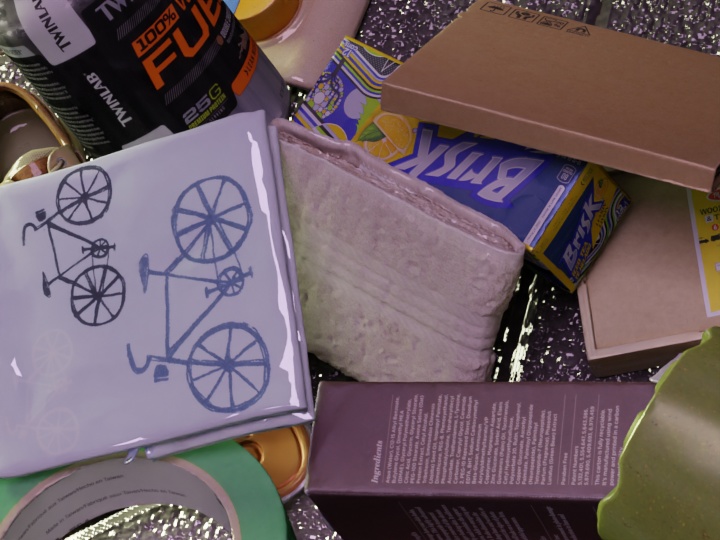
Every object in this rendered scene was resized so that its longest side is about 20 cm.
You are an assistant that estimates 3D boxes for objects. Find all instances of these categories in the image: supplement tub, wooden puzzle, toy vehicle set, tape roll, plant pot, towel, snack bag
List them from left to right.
[{"bbox_3d":[-0.132,0.173,1.462,0.200,0.048,0.201,-7,50,9],"label":"tape roll"},{"bbox_3d":[-0.142,-0.140,1.584,0.122,0.200,0.123,-29,30,19],"label":"supplement tub"},{"bbox_3d":[-0.130,0.020,1.503,0.199,0.021,0.189,-15,68,13],"label":"snack bag"},{"bbox_3d":[-0.082,-0.216,1.705,0.199,0.046,0.186,13,69,23],"label":"wooden puzzle"},{"bbox_3d":[0.000,0.000,1.534,0.200,0.133,0.034,29,35,25],"label":"towel"},{"bbox_3d":[0.221,-0.017,1.519,0.199,0.027,0.125,-11,62,13],"label":"toy vehicle set"},{"bbox_3d":[0.225,0.123,1.296,0.190,0.200,0.200,30,77,19],"label":"plant pot"}]

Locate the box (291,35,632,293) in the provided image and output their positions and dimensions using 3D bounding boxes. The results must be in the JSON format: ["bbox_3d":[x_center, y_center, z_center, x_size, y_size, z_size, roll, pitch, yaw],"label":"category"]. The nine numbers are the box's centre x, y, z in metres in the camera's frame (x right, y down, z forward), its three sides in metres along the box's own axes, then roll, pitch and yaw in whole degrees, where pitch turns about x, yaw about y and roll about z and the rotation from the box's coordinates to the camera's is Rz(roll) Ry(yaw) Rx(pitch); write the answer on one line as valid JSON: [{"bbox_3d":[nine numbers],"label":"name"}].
[{"bbox_3d":[0.057,-0.064,1.555,0.200,0.064,0.070,29,83,36],"label":"box"}]

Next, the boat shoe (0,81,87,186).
[{"bbox_3d":[-0.192,-0.041,1.621,0.076,0.074,0.200,-32,49,-3],"label":"boat shoe"}]

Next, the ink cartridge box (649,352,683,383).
[{"bbox_3d":[0.263,0.038,1.407,0.199,0.116,0.068,9,98,15],"label":"ink cartridge box"}]

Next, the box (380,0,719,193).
[{"bbox_3d":[0.131,-0.103,1.524,0.199,0.021,0.163,16,28,18],"label":"box"}]

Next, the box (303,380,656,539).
[{"bbox_3d":[0.079,0.111,1.461,0.199,0.100,0.075,-2,64,16],"label":"box"}]

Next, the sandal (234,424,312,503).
[{"bbox_3d":[-0.104,0.060,1.568,0.079,0.059,0.207,-38,60,-3],"label":"sandal"}]
